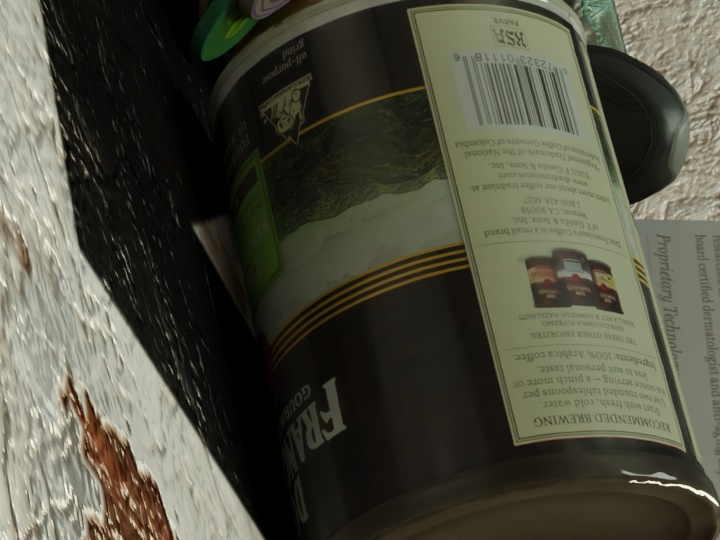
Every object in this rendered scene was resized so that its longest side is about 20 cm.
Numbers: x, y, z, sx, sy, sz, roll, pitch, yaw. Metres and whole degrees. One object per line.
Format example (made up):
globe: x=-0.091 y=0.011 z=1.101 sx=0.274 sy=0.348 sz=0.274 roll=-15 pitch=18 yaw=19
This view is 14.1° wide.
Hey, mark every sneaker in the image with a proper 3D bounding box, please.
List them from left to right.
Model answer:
sneaker: x=0.044 y=-0.067 z=1.252 sx=0.079 sy=0.200 sz=0.075 roll=-4 pitch=104 yaw=-58

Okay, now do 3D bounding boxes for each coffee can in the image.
coffee can: x=0.034 y=0.016 z=1.041 sx=0.146 sy=0.146 sz=0.200 roll=63 pitch=13 yaw=-63

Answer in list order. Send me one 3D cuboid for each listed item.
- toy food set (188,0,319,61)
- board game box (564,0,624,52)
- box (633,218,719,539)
toy food set: x=0.022 y=-0.135 z=1.112 sx=0.049 sy=0.200 sz=0.198 roll=58 pitch=2 yaw=14
board game box: x=0.104 y=-0.160 z=1.442 sx=0.200 sy=0.028 sz=0.135 roll=-98 pitch=172 yaw=-54
box: x=0.165 y=0.112 z=1.260 sx=0.199 sy=0.171 sz=0.200 roll=93 pitch=-2 yaw=-48
